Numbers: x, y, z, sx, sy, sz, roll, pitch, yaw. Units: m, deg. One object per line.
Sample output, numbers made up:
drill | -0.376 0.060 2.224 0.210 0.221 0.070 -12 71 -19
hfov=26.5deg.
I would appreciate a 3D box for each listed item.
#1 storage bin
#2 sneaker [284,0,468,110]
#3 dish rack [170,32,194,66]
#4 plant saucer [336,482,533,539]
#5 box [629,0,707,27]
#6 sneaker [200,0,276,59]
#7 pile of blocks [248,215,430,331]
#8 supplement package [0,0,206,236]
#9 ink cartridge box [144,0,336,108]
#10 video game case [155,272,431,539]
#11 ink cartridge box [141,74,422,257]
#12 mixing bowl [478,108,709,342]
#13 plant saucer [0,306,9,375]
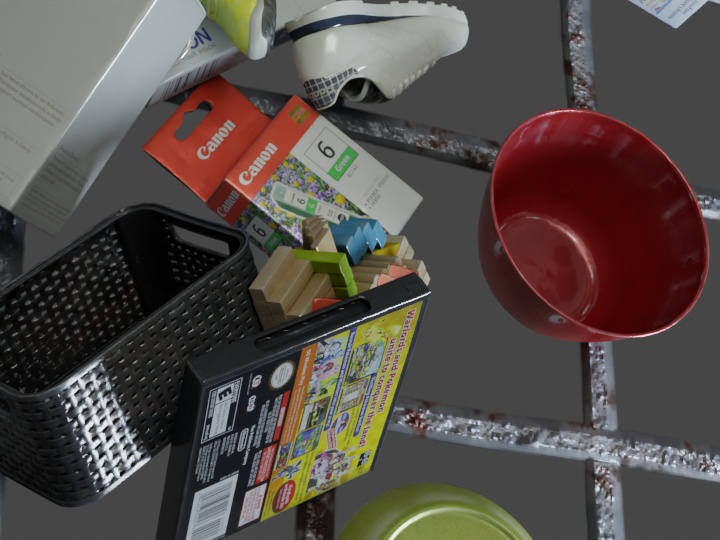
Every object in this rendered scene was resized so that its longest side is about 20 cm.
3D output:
storage bin | -0.169 0.051 1.029 0.200 0.135 0.094 -38 128 -34
sneaker | 0.019 -0.178 1.274 0.199 0.076 0.081 -13 85 -43
dish rack | -0.234 -0.203 1.157 0.171 0.044 0.201 -33 82 -1
plant saucer | 0.068 0.249 1.123 0.199 0.031 0.201 10 63 -20
box | 0.272 -0.370 1.466 0.199 0.105 0.185 30 58 -10
sneaker | -0.124 -0.239 1.189 0.076 0.076 0.201 -17 60 -21
pile of blocks | 0.000 0.000 1.086 0.200 0.062 0.083 -29 119 -58
supplement package | -0.216 -0.144 1.067 0.117 0.117 0.201 34 87 8
ink cartridge box | -0.150 -0.253 1.247 0.199 0.041 0.200 -31 79 -32
video game case | -0.049 0.102 1.041 0.180 0.201 0.026 -21 55 -31
ink cartridge box | -0.060 -0.075 1.204 0.200 0.050 0.109 39 57 -4
mixing bowl | 0.172 -0.019 1.251 0.199 0.108 0.201 11 62 -20
plant saucer | -0.334 0.033 1.033 0.200 0.039 0.202 10 62 -20
